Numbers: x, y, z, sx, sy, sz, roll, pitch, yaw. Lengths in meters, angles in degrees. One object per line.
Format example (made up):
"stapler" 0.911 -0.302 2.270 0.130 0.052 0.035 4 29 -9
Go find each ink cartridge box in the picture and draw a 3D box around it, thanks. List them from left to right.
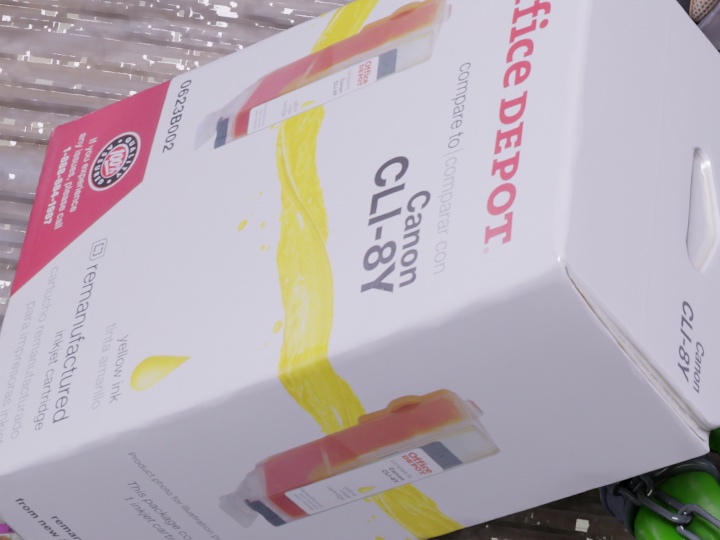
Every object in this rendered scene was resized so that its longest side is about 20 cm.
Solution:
"ink cartridge box" 0.000 0.000 0.817 0.200 0.083 0.145 -20 40 29

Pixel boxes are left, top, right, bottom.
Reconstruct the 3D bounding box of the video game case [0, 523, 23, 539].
"video game case" -0.138 0.166 0.822 0.181 0.036 0.200 -7 51 -1

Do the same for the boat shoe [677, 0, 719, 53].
"boat shoe" 0.117 -0.084 0.921 0.199 0.073 0.075 -9 68 -2

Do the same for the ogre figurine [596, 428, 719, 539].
"ogre figurine" 0.114 0.019 0.865 0.120 0.098 0.200 31 64 24
